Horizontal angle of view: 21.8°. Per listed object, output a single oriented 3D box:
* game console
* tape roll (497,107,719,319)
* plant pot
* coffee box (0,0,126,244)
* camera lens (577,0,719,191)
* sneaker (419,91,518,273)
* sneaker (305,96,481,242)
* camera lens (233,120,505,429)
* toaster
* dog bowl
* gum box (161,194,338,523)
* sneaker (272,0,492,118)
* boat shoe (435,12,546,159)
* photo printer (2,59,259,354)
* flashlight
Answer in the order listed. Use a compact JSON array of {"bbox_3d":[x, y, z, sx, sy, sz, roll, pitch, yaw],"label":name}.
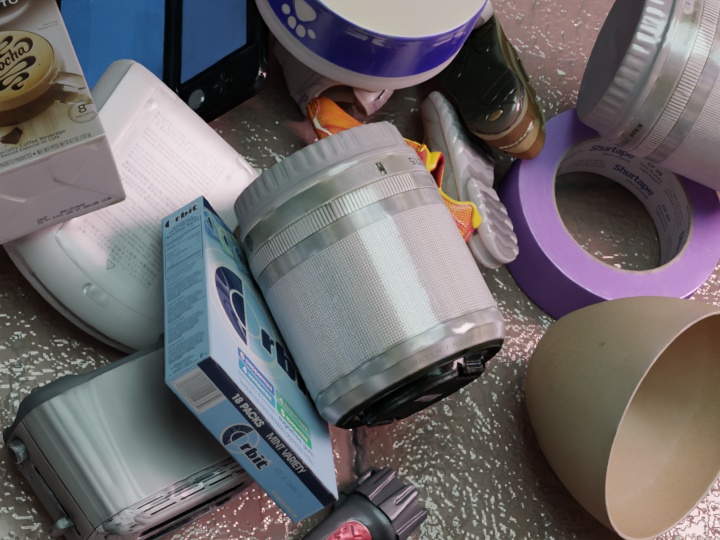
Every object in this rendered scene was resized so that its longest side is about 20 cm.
[{"bbox_3d":[-0.174,-0.226,1.599,0.116,0.175,0.202,23,54,-40],"label":"game console"},{"bbox_3d":[0.222,-0.045,1.669,0.198,0.066,0.202,8,62,-15],"label":"tape roll"},{"bbox_3d":[0.213,0.103,1.536,0.134,0.202,0.200,26,50,38],"label":"plant pot"},{"bbox_3d":[-0.264,-0.130,1.428,0.112,0.080,0.201,-20,54,-8],"label":"coffee box"},{"bbox_3d":[0.307,-0.158,1.616,0.198,0.160,0.161,23,58,-7],"label":"camera lens"},{"bbox_3d":[0.072,-0.075,1.627,0.075,0.082,0.201,39,28,-41],"label":"sneaker"},{"bbox_3d":[0.027,-0.084,1.584,0.077,0.073,0.200,-42,65,-5],"label":"sneaker"},{"bbox_3d":[0.007,0.009,1.433,0.159,0.160,0.201,-21,78,-27],"label":"camera lens"},{"bbox_3d":[-0.163,0.131,1.417,0.199,0.114,0.130,-24,77,-33],"label":"toaster"},{"bbox_3d":[0.012,-0.257,1.568,0.198,0.079,0.202,9,62,-16],"label":"dog bowl"},{"bbox_3d":[-0.086,0.065,1.414,0.170,0.044,0.201,51,18,-33],"label":"gum box"},{"bbox_3d":[0.027,-0.191,1.661,0.198,0.075,0.101,-17,75,0],"label":"sneaker"},{"bbox_3d":[0.118,-0.164,1.672,0.074,0.075,0.201,43,21,-33],"label":"boat shoe"},{"bbox_3d":[-0.187,-0.044,1.498,0.166,0.069,0.201,42,58,-21],"label":"photo printer"},{"bbox_3d":[-0.028,0.233,1.437,0.199,0.068,0.068,-36,106,-32],"label":"flashlight"}]
